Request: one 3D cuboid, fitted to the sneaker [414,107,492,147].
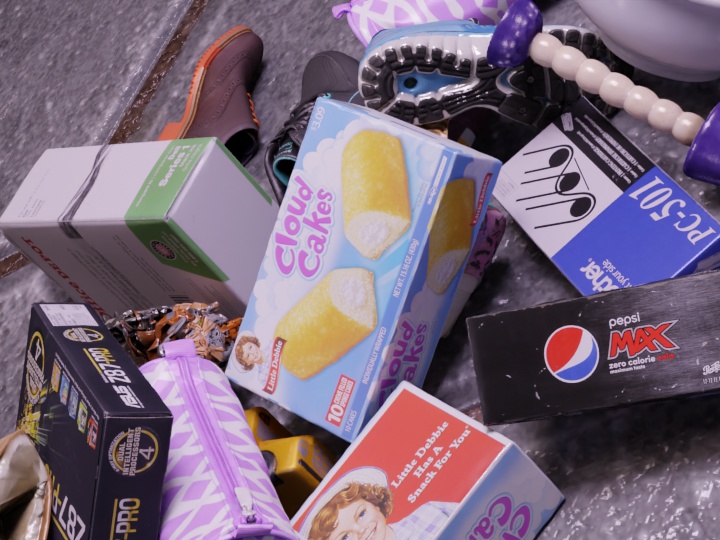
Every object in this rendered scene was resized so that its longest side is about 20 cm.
[{"bbox_3d":[0.046,-0.091,1.340,0.075,0.090,0.200,20,36,14],"label":"sneaker"}]

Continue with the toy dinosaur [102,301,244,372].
[{"bbox_3d":[-0.136,0.065,1.308,0.136,0.200,0.102,-21,70,-4],"label":"toy dinosaur"}]

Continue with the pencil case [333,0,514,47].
[{"bbox_3d":[0.084,-0.228,1.414,0.200,0.086,0.084,-37,25,9],"label":"pencil case"}]

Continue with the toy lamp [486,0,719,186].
[{"bbox_3d":[0.179,-0.112,1.184,0.200,0.058,0.058,31,74,15],"label":"toy lamp"}]

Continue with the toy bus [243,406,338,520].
[{"bbox_3d":[-0.105,0.152,1.246,0.200,0.065,0.078,-21,40,27],"label":"toy bus"}]

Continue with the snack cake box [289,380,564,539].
[{"bbox_3d":[0.014,0.178,1.111,0.200,0.067,0.115,-50,36,-10],"label":"snack cake box"}]

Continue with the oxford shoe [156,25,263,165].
[{"bbox_3d":[-0.112,-0.127,1.539,0.072,0.071,0.200,12,55,15],"label":"oxford shoe"}]

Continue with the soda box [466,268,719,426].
[{"bbox_3d":[0.168,0.043,1.067,0.200,0.063,0.071,-11,84,24],"label":"soda box"}]

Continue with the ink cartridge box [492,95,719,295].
[{"bbox_3d":[0.165,-0.031,1.196,0.094,0.044,0.200,-42,37,4],"label":"ink cartridge box"}]

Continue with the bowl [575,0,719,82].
[{"bbox_3d":[0.219,-0.190,1.231,0.201,0.201,0.090,-108,27,-50],"label":"bowl"}]

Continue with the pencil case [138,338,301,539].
[{"bbox_3d":[-0.094,0.133,1.125,0.084,0.086,0.200,-12,34,-16],"label":"pencil case"}]

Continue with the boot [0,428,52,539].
[{"bbox_3d":[-0.266,0.147,1.203,0.200,0.066,0.175,-33,50,45],"label":"boot"}]

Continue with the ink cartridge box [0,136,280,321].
[{"bbox_3d":[-0.157,-0.024,1.396,0.200,0.146,0.084,1,54,42],"label":"ink cartridge box"}]

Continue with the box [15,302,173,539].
[{"bbox_3d":[-0.176,0.127,1.158,0.200,0.049,0.161,-139,54,-60],"label":"box"}]

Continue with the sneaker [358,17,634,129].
[{"bbox_3d":[0.096,-0.154,1.293,0.200,0.078,0.090,2,31,-7],"label":"sneaker"}]

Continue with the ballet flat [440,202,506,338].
[{"bbox_3d":[0.022,0.024,1.264,0.200,0.069,0.071,-26,58,27],"label":"ballet flat"}]

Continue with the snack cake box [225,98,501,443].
[{"bbox_3d":[0.000,0.000,1.198,0.115,0.067,0.200,24,100,30],"label":"snack cake box"}]

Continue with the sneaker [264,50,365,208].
[{"bbox_3d":[-0.028,-0.098,1.380,0.075,0.079,0.200,-42,40,36],"label":"sneaker"}]
